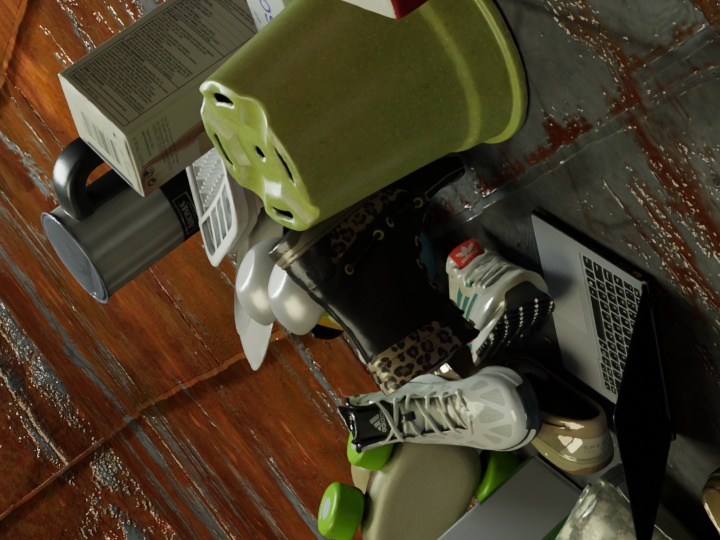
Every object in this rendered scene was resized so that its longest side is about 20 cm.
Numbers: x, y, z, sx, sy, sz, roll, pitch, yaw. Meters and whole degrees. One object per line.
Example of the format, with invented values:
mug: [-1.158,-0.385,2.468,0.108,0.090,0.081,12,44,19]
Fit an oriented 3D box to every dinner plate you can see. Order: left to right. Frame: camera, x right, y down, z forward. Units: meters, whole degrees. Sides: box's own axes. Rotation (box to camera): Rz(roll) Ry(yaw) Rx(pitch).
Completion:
dinner plate: [-0.105,0.000,1.838,0.200,0.024,0.201,-175,90,-77]

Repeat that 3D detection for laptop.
laptop: [0.176,0.090,1.402,0.200,0.116,0.188,36,154,40]

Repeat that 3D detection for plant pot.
plant pot: [-0.010,-0.132,1.342,0.200,0.184,0.201,44,158,23]

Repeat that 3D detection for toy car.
toy car: [0.000,0.000,1.617,0.175,0.150,0.200,22,175,-21]
toy car: [0.045,0.189,1.837,0.164,0.158,0.200,17,-161,-16]

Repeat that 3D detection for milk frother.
milk frother: [-0.268,-0.097,1.980,0.200,0.188,0.181,19,141,57]

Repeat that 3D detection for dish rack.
dish rack: [-0.139,-0.116,1.792,0.172,0.043,0.201,133,123,-71]

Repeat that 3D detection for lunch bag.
lunch bag: [0.247,0.275,1.563,0.164,0.117,0.200,44,153,25]

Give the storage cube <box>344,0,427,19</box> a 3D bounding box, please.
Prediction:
storage cube: [0.012,-0.276,1.054,0.200,0.180,0.171,28,149,48]

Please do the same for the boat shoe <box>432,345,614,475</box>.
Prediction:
boat shoe: [0.141,0.102,1.584,0.200,0.071,0.065,29,141,38]

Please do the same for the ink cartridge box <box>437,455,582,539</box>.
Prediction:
ink cartridge box: [0.155,0.299,1.761,0.084,0.145,0.200,36,155,34]

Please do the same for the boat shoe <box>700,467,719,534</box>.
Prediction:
boat shoe: [0.322,0.243,1.388,0.200,0.076,0.072,49,161,11]

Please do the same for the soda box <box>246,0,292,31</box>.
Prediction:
soda box: [-0.059,-0.246,1.436,0.068,0.063,0.200,33,152,46]

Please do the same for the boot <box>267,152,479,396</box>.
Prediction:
boot: [0.039,-0.003,1.420,0.151,0.200,0.073,55,138,4]

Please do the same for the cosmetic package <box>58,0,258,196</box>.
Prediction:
cosmetic package: [-0.144,-0.169,1.559,0.103,0.200,0.087,43,159,30]

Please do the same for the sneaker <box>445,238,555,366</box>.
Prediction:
sneaker: [0.101,0.017,1.491,0.094,0.070,0.200,60,174,9]

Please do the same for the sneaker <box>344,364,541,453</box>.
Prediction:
sneaker: [0.059,0.131,1.546,0.200,0.115,0.076,-8,97,57]

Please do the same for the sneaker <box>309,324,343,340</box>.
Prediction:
sneaker: [-0.046,0.028,1.807,0.200,0.077,0.084,173,92,-80]
